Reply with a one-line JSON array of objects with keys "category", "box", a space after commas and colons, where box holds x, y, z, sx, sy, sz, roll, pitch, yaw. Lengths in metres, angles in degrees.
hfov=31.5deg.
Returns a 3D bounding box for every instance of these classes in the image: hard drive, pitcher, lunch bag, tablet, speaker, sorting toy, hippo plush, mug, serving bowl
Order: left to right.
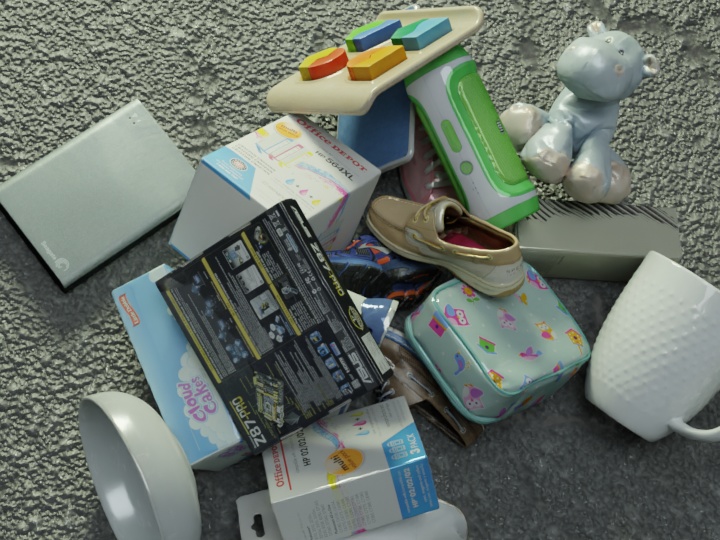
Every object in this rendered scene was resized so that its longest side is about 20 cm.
[{"category": "hard drive", "box": [-0.290, -0.085, 1.431, 0.199, 0.033, 0.140, -37, 80, -20]}, {"category": "serving bowl", "box": [-0.207, 0.206, 1.253, 0.065, 0.200, 0.201, -21, 74, -25]}, {"category": "pitcher", "box": [-0.015, 0.282, 1.311, 0.171, 0.122, 0.200, 36, 55, 26]}, {"category": "sorting toy", "box": [0.012, -0.237, 1.398, 0.200, 0.184, 0.037, -41, 120, -28]}, {"category": "tablet", "box": [0.020, -0.202, 1.490, 0.014, 0.130, 0.202, 21, 63, -39]}, {"category": "speaker", "box": [0.122, -0.141, 1.407, 0.088, 0.088, 0.201, -25, 89, -18]}, {"category": "lunch bag", "box": [0.149, 0.072, 1.392, 0.199, 0.077, 0.161, -17, 62, -48]}, {"category": "hippo plush", "box": [0.273, -0.180, 1.442, 0.159, 0.161, 0.199, 46, 33, 21]}, {"category": "mug", "box": [0.347, 0.103, 1.392, 0.200, 0.147, 0.176, 38, 96, 42]}]

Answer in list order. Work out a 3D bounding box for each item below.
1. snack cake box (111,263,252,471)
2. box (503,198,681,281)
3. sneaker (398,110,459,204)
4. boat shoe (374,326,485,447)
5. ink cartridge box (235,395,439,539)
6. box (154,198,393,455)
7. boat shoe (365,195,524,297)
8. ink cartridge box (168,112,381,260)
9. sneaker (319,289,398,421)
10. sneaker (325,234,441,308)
[{"category": "snack cake box", "box": [-0.176, 0.104, 1.330, 0.067, 0.115, 0.201, -26, 76, 3]}, {"category": "box", "box": [0.265, -0.034, 1.488, 0.198, 0.082, 0.069, 3, 67, -11]}, {"category": "sneaker", "box": [0.086, -0.151, 1.486, 0.075, 0.105, 0.202, -9, 72, -17]}, {"category": "boat shoe", "box": [0.053, 0.122, 1.395, 0.199, 0.072, 0.073, 29, 69, 1]}, {"category": "ink cartridge box", "box": [-0.033, 0.208, 1.276, 0.198, 0.115, 0.068, -17, 118, -3]}, {"category": "box", "box": [-0.084, 0.056, 1.246, 0.161, 0.049, 0.201, -31, 89, 17]}, {"category": "boat shoe", "box": [0.092, -0.045, 1.375, 0.199, 0.070, 0.074, 25, 47, 27]}, {"category": "ink cartridge box", "box": [-0.083, -0.071, 1.376, 0.128, 0.126, 0.200, 37, 39, 13]}, {"category": "sneaker", "box": [-0.046, 0.083, 1.333, 0.115, 0.200, 0.081, 28, 34, 2]}, {"category": "sneaker", "box": [0.000, 0.000, 1.404, 0.199, 0.076, 0.078, 3, 37, -51]}]
